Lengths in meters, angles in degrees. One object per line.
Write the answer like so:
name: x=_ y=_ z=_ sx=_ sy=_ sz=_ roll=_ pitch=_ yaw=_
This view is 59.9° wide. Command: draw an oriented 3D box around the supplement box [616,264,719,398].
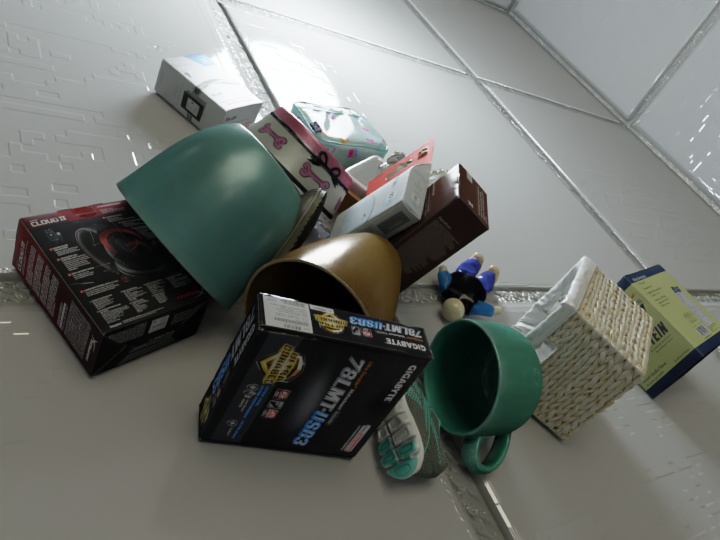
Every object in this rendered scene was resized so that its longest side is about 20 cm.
supplement box: x=0.600 y=0.115 z=1.268 sx=0.198 sy=0.135 sz=0.201 roll=-10 pitch=53 yaw=-45

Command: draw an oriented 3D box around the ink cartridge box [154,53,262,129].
ink cartridge box: x=-0.262 y=-0.307 z=1.142 sx=0.199 sy=0.067 sz=0.116 roll=40 pitch=34 yaw=9

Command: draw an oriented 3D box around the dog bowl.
dog bowl: x=-0.093 y=-0.180 z=1.015 sx=0.200 sy=0.074 sz=0.200 roll=46 pitch=2 yaw=-2

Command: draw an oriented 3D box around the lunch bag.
lunch bag: x=-0.053 y=-0.271 z=1.258 sx=0.197 sy=0.078 sz=0.162 roll=0 pitch=46 yaw=-38

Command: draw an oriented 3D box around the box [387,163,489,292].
box: x=0.091 y=-0.054 z=0.921 sx=0.075 sy=0.199 sz=0.101 roll=40 pitch=33 yaw=-19

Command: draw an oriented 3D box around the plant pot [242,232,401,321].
plant pot: x=-0.022 y=0.031 z=0.815 sx=0.185 sy=0.188 sz=0.200 roll=37 pitch=37 yaw=7

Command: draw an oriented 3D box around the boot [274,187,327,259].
boot: x=-0.169 y=-0.092 z=0.902 sx=0.198 sy=0.073 sz=0.183 roll=34 pitch=76 yaw=6

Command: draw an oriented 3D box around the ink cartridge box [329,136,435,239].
ink cartridge box: x=0.035 y=-0.122 z=0.966 sx=0.047 sy=0.159 sz=0.202 roll=39 pitch=43 yaw=-25

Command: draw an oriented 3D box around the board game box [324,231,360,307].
board game box: x=0.000 y=0.000 z=1.003 sx=0.151 sy=0.045 sz=0.200 roll=36 pitch=34 yaw=3

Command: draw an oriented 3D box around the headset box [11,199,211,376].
headset box: x=-0.296 y=0.004 z=0.733 sx=0.200 sy=0.076 sz=0.148 roll=46 pitch=36 yaw=17

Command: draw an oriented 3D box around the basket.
basket: x=0.340 y=0.121 z=1.003 sx=0.160 sy=0.199 sz=0.200 roll=41 pitch=35 yaw=6

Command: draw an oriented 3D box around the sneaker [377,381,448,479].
sneaker: x=0.061 y=0.186 z=0.822 sx=0.090 sy=0.077 sz=0.203 roll=29 pitch=35 yaw=-34

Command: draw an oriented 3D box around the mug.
mug: x=0.172 y=0.165 z=0.873 sx=0.113 sy=0.189 sz=0.152 roll=8 pitch=17 yaw=-34

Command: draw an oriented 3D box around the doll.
doll: x=0.196 y=0.035 z=1.116 sx=0.136 sy=0.049 sz=0.199 roll=39 pitch=35 yaw=10

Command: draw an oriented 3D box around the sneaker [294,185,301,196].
sneaker: x=-0.172 y=-0.153 z=1.044 sx=0.200 sy=0.076 sz=0.079 roll=44 pitch=18 yaw=10

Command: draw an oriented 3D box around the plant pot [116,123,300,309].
plant pot: x=-0.170 y=-0.081 z=0.774 sx=0.201 sy=0.161 sz=0.201 roll=48 pitch=-7 yaw=8

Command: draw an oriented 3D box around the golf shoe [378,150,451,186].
golf shoe: x=0.122 y=-0.134 z=1.116 sx=0.196 sy=0.078 sz=0.099 roll=12 pitch=57 yaw=-20

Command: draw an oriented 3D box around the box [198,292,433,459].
box: x=-0.053 y=0.124 z=0.674 sx=0.195 sy=0.201 sz=0.050 roll=15 pitch=39 yaw=-25

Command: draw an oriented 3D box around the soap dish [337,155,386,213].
soap dish: x=0.051 y=-0.114 z=1.150 sx=0.199 sy=0.082 sz=0.157 roll=39 pitch=35 yaw=9
